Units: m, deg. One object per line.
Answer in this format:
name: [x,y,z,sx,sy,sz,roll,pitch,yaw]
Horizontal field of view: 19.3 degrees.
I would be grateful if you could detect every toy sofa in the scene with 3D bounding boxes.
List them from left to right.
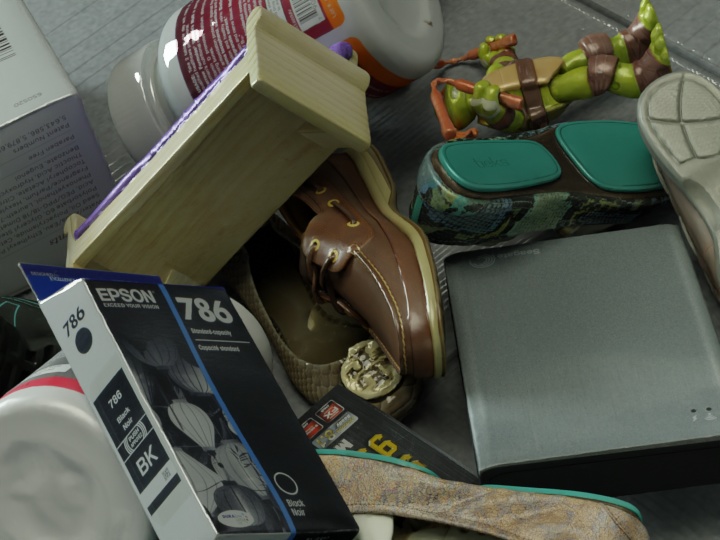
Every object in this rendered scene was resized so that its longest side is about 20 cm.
toy sofa: [-0.085,-0.060,1.222,0.200,0.083,0.098,-44,32,30]

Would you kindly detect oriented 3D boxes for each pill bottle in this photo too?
pill bottle: [-0.120,0.082,1.129,0.110,0.112,0.200,3,20,19]
pill bottle: [-0.055,-0.133,1.313,0.199,0.110,0.110,-25,38,30]

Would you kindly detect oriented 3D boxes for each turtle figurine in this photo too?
turtle figurine: [0.111,-0.112,1.303,0.160,0.065,0.200,-15,14,8]

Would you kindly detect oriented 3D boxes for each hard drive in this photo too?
hard drive: [0.123,0.048,1.147,0.138,0.033,0.200,-8,33,1]

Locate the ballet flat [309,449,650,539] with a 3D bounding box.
ballet flat: [0.040,0.133,1.036,0.199,0.068,0.068,5,56,22]

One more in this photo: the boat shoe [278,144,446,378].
boat shoe: [0.000,-0.001,1.193,0.067,0.072,0.200,-11,35,-11]

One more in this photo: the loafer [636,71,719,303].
loafer: [0.218,-0.020,1.193,0.072,0.063,0.201,-24,67,-5]

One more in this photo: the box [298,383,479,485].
box: [-0.023,0.169,1.098,0.200,0.049,0.158,-41,49,-22]

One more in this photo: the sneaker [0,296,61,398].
sneaker: [-0.211,0.051,1.199,0.079,0.199,0.076,19,94,43]

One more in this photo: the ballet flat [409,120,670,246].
ballet flat: [0.110,-0.047,1.244,0.199,0.075,0.074,-3,36,-32]

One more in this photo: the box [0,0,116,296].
box: [-0.280,-0.078,1.353,0.199,0.131,0.199,-27,46,-9]

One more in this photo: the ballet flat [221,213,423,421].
ballet flat: [-0.030,0.021,1.244,0.067,0.047,0.200,-30,46,-12]

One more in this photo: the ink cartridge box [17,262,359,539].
ink cartridge box: [-0.086,0.061,1.042,0.039,0.099,0.200,-51,56,28]
